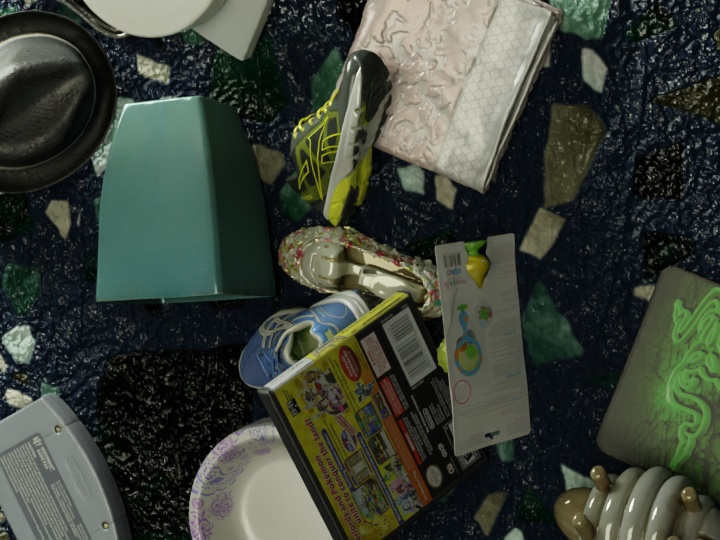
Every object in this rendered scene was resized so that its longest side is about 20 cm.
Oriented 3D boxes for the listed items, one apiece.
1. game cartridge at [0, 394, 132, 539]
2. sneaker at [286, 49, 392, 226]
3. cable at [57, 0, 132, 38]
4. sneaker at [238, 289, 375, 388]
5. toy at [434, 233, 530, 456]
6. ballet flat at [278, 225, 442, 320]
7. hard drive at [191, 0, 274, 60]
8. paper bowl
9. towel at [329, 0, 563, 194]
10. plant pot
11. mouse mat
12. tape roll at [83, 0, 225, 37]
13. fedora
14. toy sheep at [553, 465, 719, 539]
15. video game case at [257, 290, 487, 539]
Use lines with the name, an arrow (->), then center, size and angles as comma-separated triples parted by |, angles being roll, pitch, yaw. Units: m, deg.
game cartridge -> -0.337, 0.247, 1.748 | 0.133, 0.042, 0.201 | -28, 86, 16
sneaker -> -0.029, -0.133, 1.540 | 0.084, 0.074, 0.201 | 27, 130, 15
cable -> -0.327, -0.303, 1.674 | 0.200, 0.050, 0.097 | 44, 104, 11
sneaker -> -0.069, 0.075, 1.585 | 0.200, 0.077, 0.076 | -31, 88, 46
toy -> 0.109, 0.069, 1.536 | 0.047, 0.115, 0.202 | 4, 100, 46
ballet flat -> 0.000, 0.000, 1.583 | 0.199, 0.064, 0.076 | 13, 101, 19
hard drive -> -0.131, -0.332, 1.589 | 0.131, 0.026, 0.201 | 34, 120, 13
paper bowl -> -0.067, 0.247, 1.612 | 0.199, 0.104, 0.202 | 2, 96, 20
towel -> 0.077, -0.200, 1.550 | 0.190, 0.032, 0.201 | 26, 103, 16
plant pot -> -0.179, -0.070, 1.604 | 0.140, 0.141, 0.202 | -3, 87, 20
mouse mat -> 0.329, 0.114, 1.506 | 0.160, 0.008, 0.201 | 23, 102, 16
tape roll -> -0.214, -0.338, 1.591 | 0.201, 0.037, 0.204 | 8, 110, 23
fedora -> -0.341, -0.171, 1.625 | 0.199, 0.092, 0.202 | -4, 101, -19
toy sheep -> 0.274, 0.247, 1.473 | 0.199, 0.138, 0.139 | 15, 101, 29
video game case -> 0.016, 0.151, 1.519 | 0.025, 0.180, 0.201 | 6, 126, 59
